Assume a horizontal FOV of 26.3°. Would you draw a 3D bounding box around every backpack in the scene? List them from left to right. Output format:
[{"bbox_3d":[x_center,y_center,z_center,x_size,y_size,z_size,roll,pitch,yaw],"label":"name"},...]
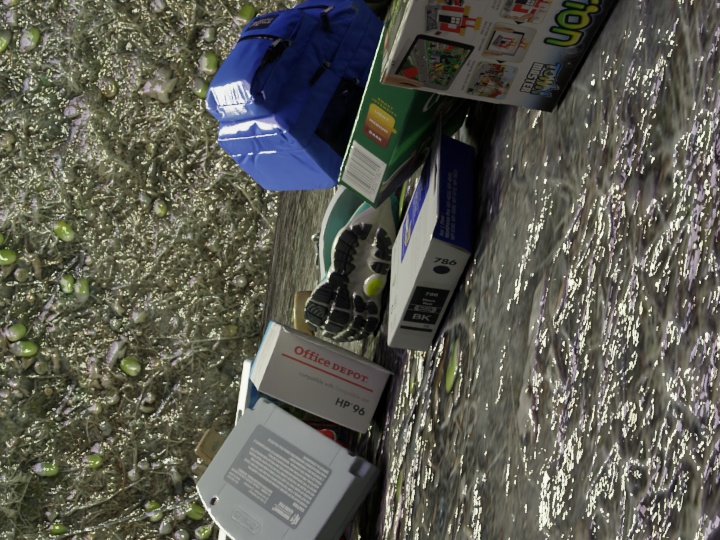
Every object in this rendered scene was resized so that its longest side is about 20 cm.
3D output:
[{"bbox_3d":[-0.052,-0.206,1.649,0.162,0.168,0.200,6,57,48],"label":"backpack"}]

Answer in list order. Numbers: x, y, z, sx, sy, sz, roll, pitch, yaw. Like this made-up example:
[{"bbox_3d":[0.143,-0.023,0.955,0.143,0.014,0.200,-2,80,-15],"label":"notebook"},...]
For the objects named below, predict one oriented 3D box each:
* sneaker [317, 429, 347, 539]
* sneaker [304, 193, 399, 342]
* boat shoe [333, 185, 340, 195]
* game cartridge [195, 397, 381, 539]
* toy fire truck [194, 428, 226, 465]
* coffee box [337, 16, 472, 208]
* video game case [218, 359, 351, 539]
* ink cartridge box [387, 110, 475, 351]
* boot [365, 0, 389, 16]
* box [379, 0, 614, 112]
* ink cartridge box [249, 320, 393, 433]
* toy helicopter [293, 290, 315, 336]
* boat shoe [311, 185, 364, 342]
[{"bbox_3d":[-0.033,0.232,1.523,0.200,0.112,0.071,41,163,45],"label":"sneaker"},{"bbox_3d":[0.000,0.000,1.579,0.080,0.077,0.200,-70,4,-45],"label":"sneaker"},{"bbox_3d":[-0.017,-0.053,1.736,0.074,0.064,0.203,-124,43,-80],"label":"boat shoe"},{"bbox_3d":[-0.076,0.210,1.478,0.134,0.040,0.200,-53,37,-9],"label":"game cartridge"},{"bbox_3d":[-0.112,0.243,1.751,0.176,0.128,0.201,-89,-2,-52],"label":"toy fire truck"},{"bbox_3d":[0.049,-0.142,1.142,0.123,0.044,0.200,-45,-14,-30],"label":"coffee box"},{"bbox_3d":[-0.074,0.199,1.638,0.017,0.143,0.201,10,92,55],"label":"video game case"},{"bbox_3d":[0.058,-0.026,1.198,0.200,0.039,0.100,107,169,-59],"label":"ink cartridge box"},{"bbox_3d":[0.001,-0.402,1.941,0.158,0.079,0.212,130,147,-77],"label":"boot"},{"bbox_3d":[0.082,-0.158,0.848,0.200,0.110,0.035,114,164,-64],"label":"box"},{"bbox_3d":[-0.041,0.102,1.498,0.200,0.116,0.068,178,113,-83],"label":"ink cartridge box"},{"bbox_3d":[-0.057,0.110,1.720,0.132,0.078,0.201,-78,-12,-63],"label":"toy helicopter"},{"bbox_3d":[-0.015,-0.021,1.651,0.068,0.073,0.200,-116,22,-52],"label":"boat shoe"}]
